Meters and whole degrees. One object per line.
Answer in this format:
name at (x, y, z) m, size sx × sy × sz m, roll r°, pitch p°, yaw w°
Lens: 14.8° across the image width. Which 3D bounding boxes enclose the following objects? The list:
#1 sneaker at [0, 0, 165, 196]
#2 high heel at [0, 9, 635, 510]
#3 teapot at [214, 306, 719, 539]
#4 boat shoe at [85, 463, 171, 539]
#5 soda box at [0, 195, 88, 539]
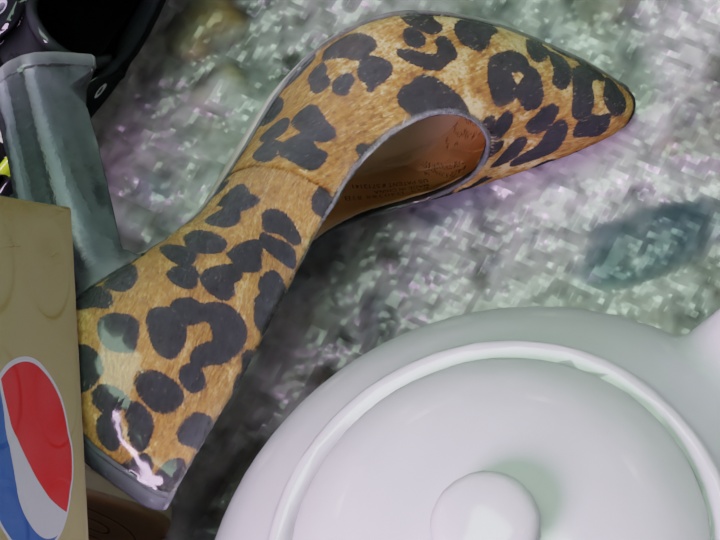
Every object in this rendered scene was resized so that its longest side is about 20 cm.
sneaker at (-0.115, -0.059, 0.834) m, size 0.072 × 0.083 × 0.200 m, roll 36°, pitch 75°, yaw -14°
high heel at (0.000, 0.000, 0.787) m, size 0.199 × 0.072 × 0.143 m, roll -5°, pitch 57°, yaw -18°
teapot at (0.037, 0.091, 0.719) m, size 0.196 × 0.146 × 0.201 m, roll 0°, pitch 68°, yaw 12°
boat shoe at (-0.143, 0.031, 0.785) m, size 0.199 × 0.072 × 0.065 m, roll 18°, pitch 56°, yaw -18°
soda box at (-0.109, 0.083, 0.697) m, size 0.064 × 0.068 × 0.201 m, roll -6°, pitch 85°, yaw 19°
